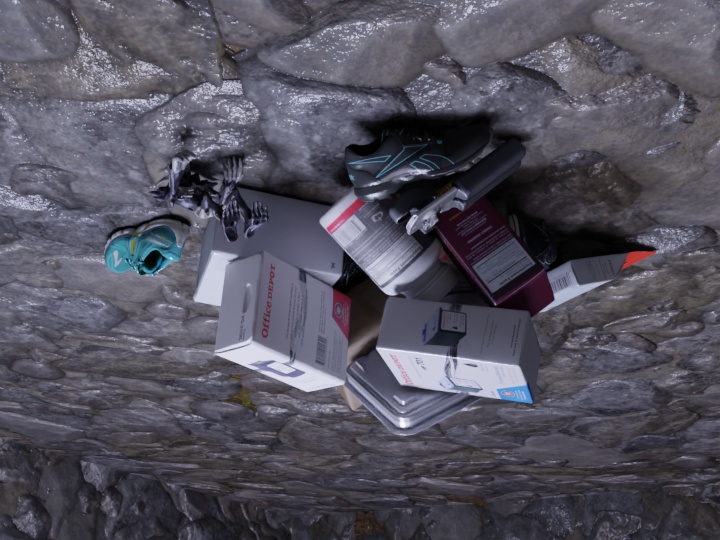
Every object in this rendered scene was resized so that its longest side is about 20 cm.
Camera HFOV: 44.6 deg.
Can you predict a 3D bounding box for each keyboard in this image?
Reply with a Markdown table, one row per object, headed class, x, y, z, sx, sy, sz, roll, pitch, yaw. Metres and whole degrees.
| class | x | y | z | sx | sy | sz | roll | pitch | yaw |
| --- | --- | --- | --- | --- | --- | --- | --- | --- | --- |
| keyboard | 0.000 | 0.000 | 1.446 | 0.104 | 0.040 | 0.200 | 6 | 141 | -37 |

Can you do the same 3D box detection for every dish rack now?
| class | x | y | z | sx | sy | sz | roll | pitch | yaw |
| --- | --- | --- | --- | --- | --- | --- | --- | --- | --- |
| dish rack | 0.079 | 0.162 | 1.352 | 0.171 | 0.200 | 0.044 | -24 | 120 | -21 |

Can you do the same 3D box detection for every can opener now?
| class | x | y | z | sx | sy | sz | roll | pitch | yaw |
| --- | --- | --- | --- | --- | --- | --- | --- | --- | --- |
| can opener | 0.126 | -0.117 | 1.154 | 0.200 | 0.067 | 0.053 | -37 | 163 | -19 |

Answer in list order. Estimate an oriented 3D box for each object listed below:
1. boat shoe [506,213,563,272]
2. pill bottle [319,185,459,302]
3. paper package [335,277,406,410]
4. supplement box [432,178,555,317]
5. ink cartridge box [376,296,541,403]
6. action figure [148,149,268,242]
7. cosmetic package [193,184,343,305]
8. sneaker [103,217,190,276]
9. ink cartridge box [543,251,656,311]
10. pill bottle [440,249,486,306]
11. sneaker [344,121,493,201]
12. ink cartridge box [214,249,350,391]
| class | x | y | z | sx | sy | sz | roll | pitch | yaw |
| --- | --- | --- | --- | --- | --- | --- | --- | --- | --- |
| boat shoe | 0.272 | -0.039 | 1.369 | 0.062 | 0.075 | 0.200 | -13 | 155 | 21 |
| pill bottle | 0.046 | -0.036 | 1.254 | 0.200 | 0.111 | 0.111 | 47 | 145 | -4 |
| paper package | 0.029 | 0.111 | 1.491 | 0.200 | 0.104 | 0.191 | -32 | 143 | -13 |
| supplement box | 0.179 | -0.026 | 1.246 | 0.086 | 0.200 | 0.110 | -35 | 149 | 1 |
| ink cartridge box | 0.139 | 0.110 | 1.216 | 0.199 | 0.086 | 0.147 | 4 | 154 | 21 |
| action figure | -0.215 | -0.118 | 1.235 | 0.119 | 0.102 | 0.200 | -9 | -148 | -46 |
| cosmetic package | -0.147 | -0.024 | 1.396 | 0.199 | 0.123 | 0.200 | 11 | 155 | -15 |
| sneaker | -0.366 | -0.029 | 1.467 | 0.200 | 0.080 | 0.077 | -18 | 147 | 40 |
| ink cartridge box | 0.368 | 0.022 | 1.437 | 0.199 | 0.047 | 0.160 | -5 | 162 | -31 |
| pill bottle | 0.171 | 0.027 | 1.368 | 0.112 | 0.201 | 0.112 | 3 | 155 | 1 |
| sneaker | 0.073 | -0.156 | 1.141 | 0.199 | 0.075 | 0.079 | -21 | 112 | 11 |
| ink cartridge box | -0.110 | 0.079 | 1.297 | 0.084 | 0.145 | 0.200 | -17 | 148 | 36 |
